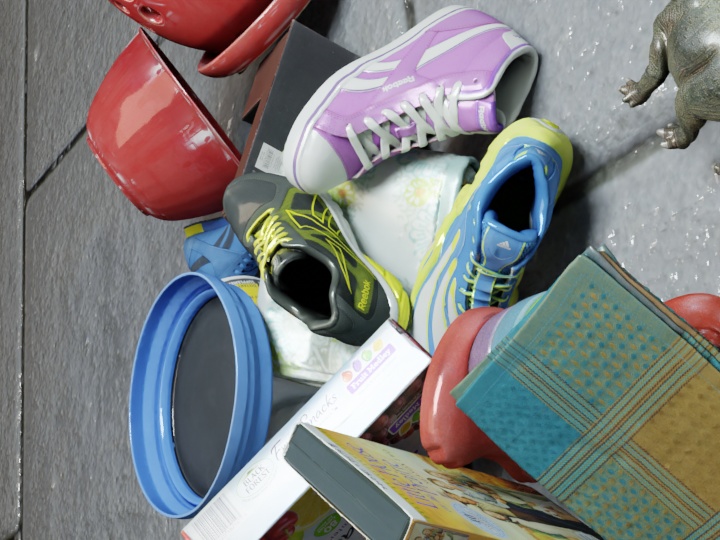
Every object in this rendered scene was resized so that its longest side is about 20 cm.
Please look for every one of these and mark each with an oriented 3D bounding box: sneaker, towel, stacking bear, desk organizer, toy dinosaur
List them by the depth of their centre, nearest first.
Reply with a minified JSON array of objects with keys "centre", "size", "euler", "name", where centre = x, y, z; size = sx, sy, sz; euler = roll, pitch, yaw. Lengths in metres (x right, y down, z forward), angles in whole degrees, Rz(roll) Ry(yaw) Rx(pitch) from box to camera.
[{"centre":[0.160,0.094,0.737],"size":[0.200,0.022,0.147],"euler":[41,129,3],"name":"towel"},{"centre":[0.205,-0.114,0.769],"size":[0.102,0.077,0.200],"euler":[101,160,-58],"name":"toy dinosaur"},{"centre":[0.149,0.063,0.807],"size":[0.200,0.121,0.114],"euler":[-13,67,47],"name":"stacking bear"},{"centre":[0.081,-0.010,0.922],"size":[0.105,0.076,0.200],"euler":[-49,-19,-72],"name":"sneaker"},{"centre":[0.041,-0.116,0.980],"size":[0.200,0.073,0.114],"euler":[-41,44,-8],"name":"sneaker"},{"centre":[-0.045,-0.016,0.993],"size":[0.200,0.085,0.074],"euler":[41,106,34],"name":"sneaker"},{"centre":[0.000,0.000,1.045],"size":[0.171,0.048,0.200],"euler":[10,91,28],"name":"towel"},{"centre":[-0.069,-0.112,1.179],"size":[0.077,0.072,0.200],"euler":[-36,33,53],"name":"desk organizer"},{"centre":[-0.109,-0.020,1.291],"size":[0.200,0.066,0.078],"euler":[-14,82,57],"name":"sneaker"}]

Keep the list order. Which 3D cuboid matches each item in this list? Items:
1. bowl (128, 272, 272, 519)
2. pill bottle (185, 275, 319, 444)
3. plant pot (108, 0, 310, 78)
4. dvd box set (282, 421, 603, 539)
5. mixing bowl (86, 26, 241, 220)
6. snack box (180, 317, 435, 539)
[{"centre":[-0.132,0.102,1.094],"size":[0.201,0.039,0.201],"euler":[-16,71,55],"name":"bowl"},{"centre":[-0.084,0.100,1.163],"size":[0.200,0.112,0.112],"euler":[54,127,49],"name":"pill bottle"},{"centre":[-0.137,-0.298,1.249],"size":[0.200,0.182,0.200],"euler":[-44,19,19],"name":"plant pot"},{"centre":[0.067,0.152,0.819],"size":[0.146,0.200,0.029],"euler":[29,98,58],"name":"dvd box set"},{"centre":[-0.192,-0.122,1.291],"size":[0.108,0.200,0.200],"euler":[-36,41,1],"name":"mixing bowl"},{"centre":[-0.009,0.142,0.922],"size":[0.200,0.142,0.053],"euler":[-46,58,0],"name":"snack box"}]
